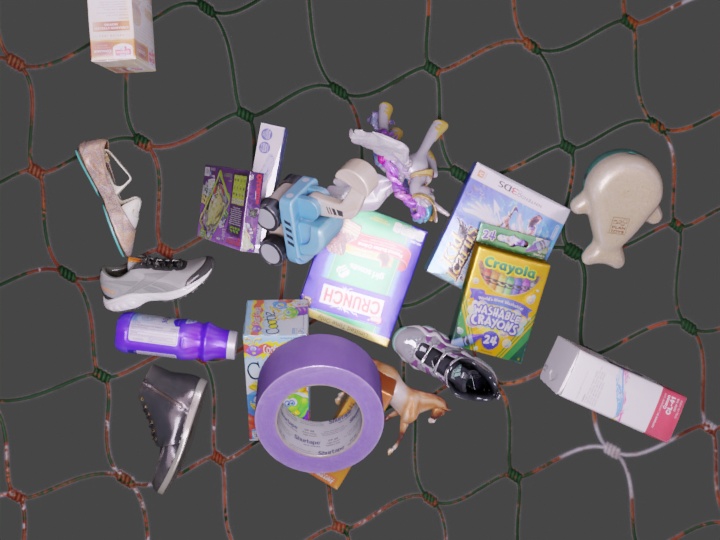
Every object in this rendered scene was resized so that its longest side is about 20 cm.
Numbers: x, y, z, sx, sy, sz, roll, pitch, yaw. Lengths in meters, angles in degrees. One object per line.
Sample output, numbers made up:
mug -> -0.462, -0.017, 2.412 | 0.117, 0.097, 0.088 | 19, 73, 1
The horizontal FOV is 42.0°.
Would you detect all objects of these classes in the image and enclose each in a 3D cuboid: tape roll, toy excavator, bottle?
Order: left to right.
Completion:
bottle -> -0.302, 0.112, 1.551 | 0.195, 0.084, 0.067 | 7, 94, -2
tape roll -> -0.063, 0.205, 1.435 | 0.195, 0.085, 0.204 | -1, 119, -2
toy excavator -> -0.058, -0.091, 1.429 | 0.197, 0.100, 0.198 | 15, 130, 25

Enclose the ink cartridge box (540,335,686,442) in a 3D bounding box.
ink cartridge box -> 0.413, 0.194, 1.551 | 0.197, 0.148, 0.087 | 26, 94, -5

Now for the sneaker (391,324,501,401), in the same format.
sneaker -> 0.146, 0.155, 1.541 | 0.197, 0.140, 0.079 | 24, 94, -4

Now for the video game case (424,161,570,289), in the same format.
video game case -> 0.228, -0.052, 1.575 | 0.179, 0.045, 0.203 | 25, 94, -3

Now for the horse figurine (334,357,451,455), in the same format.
horse figurine -> 0.043, 0.214, 1.589 | 0.132, 0.050, 0.200 | -43, 98, 9

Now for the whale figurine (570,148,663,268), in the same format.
whale figurine -> 0.422, -0.106, 1.563 | 0.155, 0.104, 0.204 | 5, 119, -3

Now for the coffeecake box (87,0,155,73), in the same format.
coffeecake box -> -0.375, -0.421, 1.467 | 0.071, 0.154, 0.205 | -3, 95, -1

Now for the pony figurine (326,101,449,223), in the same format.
pony figurine -> 0.054, -0.172, 1.484 | 0.189, 0.203, 0.168 | 16, 139, -12

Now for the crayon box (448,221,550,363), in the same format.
crayon box -> 0.230, 0.037, 1.534 | 0.123, 0.052, 0.204 | 14, 101, -2

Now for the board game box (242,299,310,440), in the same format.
board game box -> -0.132, 0.161, 1.514 | 0.101, 0.106, 0.204 | -1, 120, -2

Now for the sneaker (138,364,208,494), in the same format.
sneaker -> -0.334, 0.264, 1.575 | 0.104, 0.075, 0.204 | 18, 85, 1

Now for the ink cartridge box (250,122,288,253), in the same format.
ink cartridge box -> -0.158, -0.133, 1.529 | 0.043, 0.094, 0.205 | 10, 94, -2

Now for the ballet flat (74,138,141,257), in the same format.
ballet flat -> -0.400, -0.123, 1.538 | 0.066, 0.068, 0.203 | -23, 97, -7

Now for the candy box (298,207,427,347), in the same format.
candy box -> 0.000, 0.000, 1.554 | 0.166, 0.077, 0.204 | 20, 95, -1

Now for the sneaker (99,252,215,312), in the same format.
sneaker -> -0.335, 0.008, 1.538 | 0.196, 0.074, 0.081 | -14, 113, 0

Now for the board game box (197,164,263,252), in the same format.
board game box -> -0.208, -0.101, 1.484 | 0.032, 0.199, 0.123 | 9, 94, -30

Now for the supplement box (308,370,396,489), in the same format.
supplement box -> -0.015, 0.259, 1.549 | 0.066, 0.069, 0.202 | 28, 110, -2
